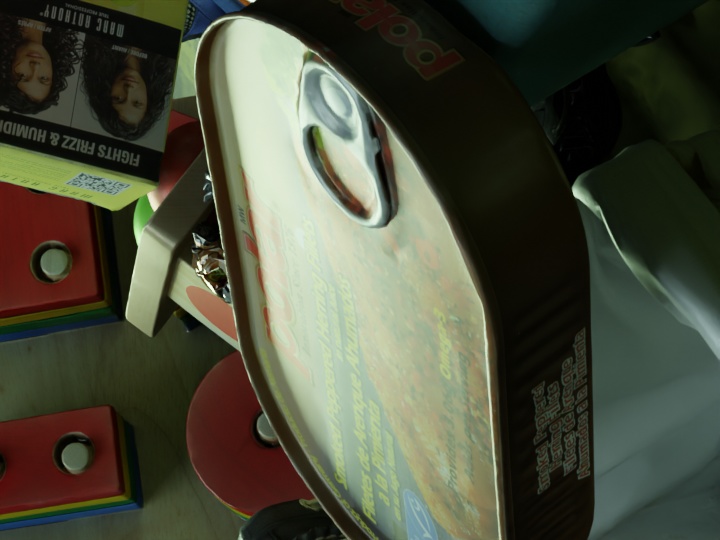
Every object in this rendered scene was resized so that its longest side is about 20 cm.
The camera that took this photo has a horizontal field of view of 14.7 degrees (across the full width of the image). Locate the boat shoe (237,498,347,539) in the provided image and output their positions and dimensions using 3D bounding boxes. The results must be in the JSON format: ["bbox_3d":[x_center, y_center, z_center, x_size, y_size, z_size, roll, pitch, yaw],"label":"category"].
[{"bbox_3d":[0.038,0.133,0.977,0.199,0.074,0.060,25,-172,-37],"label":"boat shoe"}]

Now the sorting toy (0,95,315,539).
[{"bbox_3d":[-0.081,0.024,1.120,0.070,0.197,0.201,61,-159,-75],"label":"sorting toy"}]

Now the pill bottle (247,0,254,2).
[{"bbox_3d":[-0.018,-0.175,0.832,0.120,0.119,0.201,48,162,35],"label":"pill bottle"}]

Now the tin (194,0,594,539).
[{"bbox_3d":[0.010,0.009,0.698,0.112,0.042,0.201,37,152,30],"label":"tin"}]

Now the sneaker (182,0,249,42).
[{"bbox_3d":[-0.069,-0.125,1.105,0.200,0.078,0.076,-69,-38,-86],"label":"sneaker"}]

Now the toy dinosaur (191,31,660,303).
[{"bbox_3d":[0.048,-0.025,0.853,0.102,0.199,0.137,167,106,-88],"label":"toy dinosaur"}]

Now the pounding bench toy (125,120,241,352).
[{"bbox_3d":[0.000,0.000,1.002,0.156,0.124,0.200,36,163,3],"label":"pounding bench toy"}]

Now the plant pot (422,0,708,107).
[{"bbox_3d":[0.057,-0.146,0.616,0.142,0.141,0.200,57,163,7],"label":"plant pot"}]

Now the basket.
[{"bbox_3d":[0.115,0.059,0.761,0.136,0.123,0.200,53,147,23],"label":"basket"}]

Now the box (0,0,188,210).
[{"bbox_3d":[-0.090,-0.126,0.925,0.050,0.075,0.201,-22,56,63],"label":"box"}]
